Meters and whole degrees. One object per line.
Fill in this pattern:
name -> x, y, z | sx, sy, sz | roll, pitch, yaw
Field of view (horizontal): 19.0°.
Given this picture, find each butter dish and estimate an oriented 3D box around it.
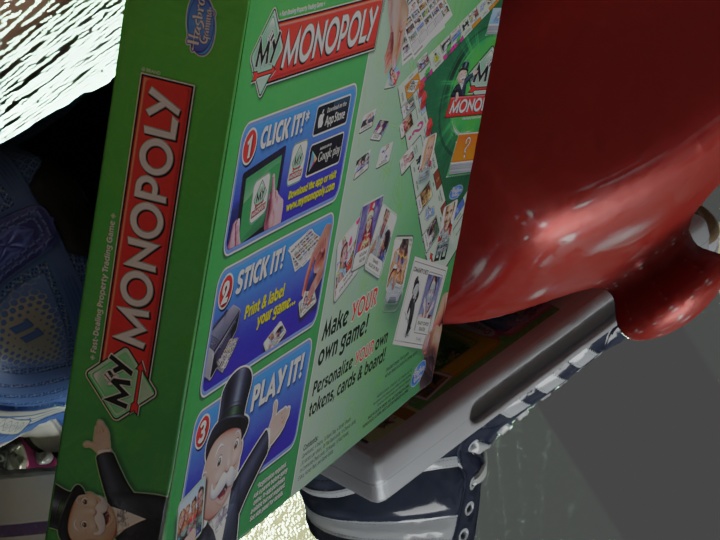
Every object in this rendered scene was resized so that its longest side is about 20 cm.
butter dish -> 0.070, -0.045, 0.728 | 0.199, 0.148, 0.199 | -33, 180, -23

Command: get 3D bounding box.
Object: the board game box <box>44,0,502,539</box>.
board game box -> -0.012, -0.014, 0.523 | 0.200, 0.029, 0.136 | -30, 132, -68

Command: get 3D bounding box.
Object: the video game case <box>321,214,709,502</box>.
video game case -> 0.000, 0.000, 0.821 | 0.182, 0.022, 0.199 | -33, -141, -33

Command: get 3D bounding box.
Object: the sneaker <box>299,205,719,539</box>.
sneaker -> 0.056, 0.044, 0.860 | 0.199, 0.109, 0.070 | -21, -146, -17

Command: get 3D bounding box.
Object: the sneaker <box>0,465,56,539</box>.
sneaker -> -0.126, 0.115, 0.620 | 0.072, 0.115, 0.200 | -4, 178, -39

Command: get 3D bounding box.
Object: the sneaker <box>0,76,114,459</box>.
sneaker -> -0.064, 0.000, 0.549 | 0.089, 0.079, 0.200 | -31, 180, 10

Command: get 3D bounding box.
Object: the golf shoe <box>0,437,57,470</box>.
golf shoe -> -0.148, 0.055, 0.742 | 0.199, 0.076, 0.092 | -28, -168, 30
